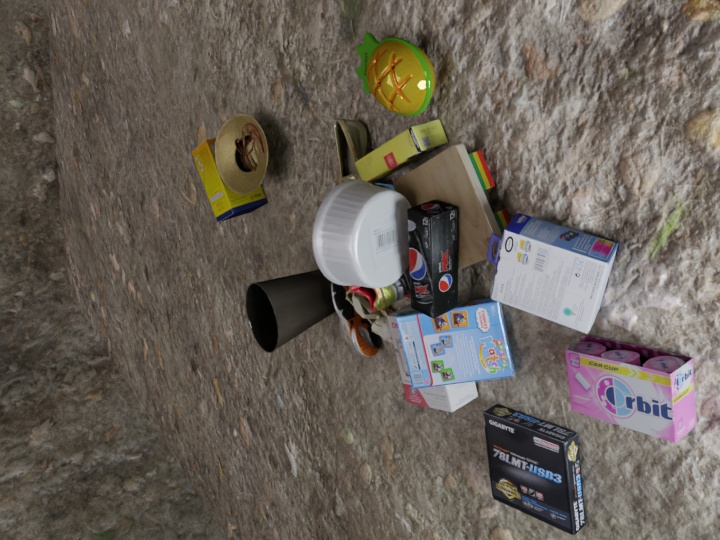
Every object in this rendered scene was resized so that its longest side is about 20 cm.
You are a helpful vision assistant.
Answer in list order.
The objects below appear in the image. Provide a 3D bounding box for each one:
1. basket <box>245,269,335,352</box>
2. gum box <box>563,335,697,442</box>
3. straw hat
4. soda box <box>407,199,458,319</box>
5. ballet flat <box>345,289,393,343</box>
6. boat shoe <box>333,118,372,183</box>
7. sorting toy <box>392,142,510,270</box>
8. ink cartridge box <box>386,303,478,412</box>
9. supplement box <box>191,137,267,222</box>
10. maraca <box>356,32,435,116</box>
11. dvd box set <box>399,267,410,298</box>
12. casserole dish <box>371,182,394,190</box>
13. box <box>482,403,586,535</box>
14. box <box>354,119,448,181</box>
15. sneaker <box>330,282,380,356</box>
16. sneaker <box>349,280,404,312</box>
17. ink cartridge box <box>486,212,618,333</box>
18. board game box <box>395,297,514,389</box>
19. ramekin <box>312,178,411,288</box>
[{"bbox_3d":[-0.157,0.079,1.782,0.136,0.199,0.181,27,130,42],"label":"basket"},{"bbox_3d":[0.420,0.181,1.174,0.199,0.066,0.114,10,117,51],"label":"gum box"},{"bbox_3d":[-0.265,-0.290,1.831,0.200,0.085,0.202,12,110,37],"label":"straw hat"},{"bbox_3d":[0.131,-0.020,1.331,0.063,0.071,0.201,25,127,46],"label":"soda box"},{"bbox_3d":[0.035,0.105,1.652,0.200,0.064,0.076,44,129,29],"label":"ballet flat"},{"bbox_3d":[-0.020,-0.210,1.515,0.073,0.063,0.202,-7,84,52],"label":"boat shoe"},{"bbox_3d":[0.174,-0.109,1.348,0.198,0.069,0.201,-25,88,56],"label":"sorting toy"},{"bbox_3d":[0.146,0.175,1.527,0.146,0.082,0.201,0,108,53],"label":"ink cartridge box"},{"bbox_3d":[-0.345,-0.244,1.941,0.109,0.108,0.201,-17,94,55],"label":"supplement box"},{"bbox_3d":[0.058,-0.355,1.339,0.200,0.107,0.138,35,134,39],"label":"maraca"},{"bbox_3d":[0.036,-0.025,1.578,0.199,0.029,0.147,23,143,46],"label":"dvd box set"},{"bbox_3d":[0.064,-0.123,1.517,0.199,0.039,0.122,14,119,49],"label":"casserole dish"},{"bbox_3d":[0.331,0.378,1.420,0.199,0.050,0.200,12,119,49],"label":"box"},{"bbox_3d":[0.074,-0.225,1.417,0.200,0.075,0.050,-20,92,54],"label":"box"},{"bbox_3d":[-0.030,0.114,1.745,0.092,0.075,0.201,-25,86,60],"label":"sneaker"},{"bbox_3d":[0.000,0.000,1.529,0.200,0.090,0.078,49,156,6],"label":"sneaker"},{"bbox_3d":[0.292,-0.003,1.187,0.199,0.076,0.137,19,125,21],"label":"ink cartridge box"},{"bbox_3d":[0.181,0.140,1.410,0.199,0.037,0.152,-10,102,19],"label":"board game box"},{"bbox_3d":[0.015,-0.063,1.363,0.097,0.200,0.202,15,120,42],"label":"ramekin"}]
